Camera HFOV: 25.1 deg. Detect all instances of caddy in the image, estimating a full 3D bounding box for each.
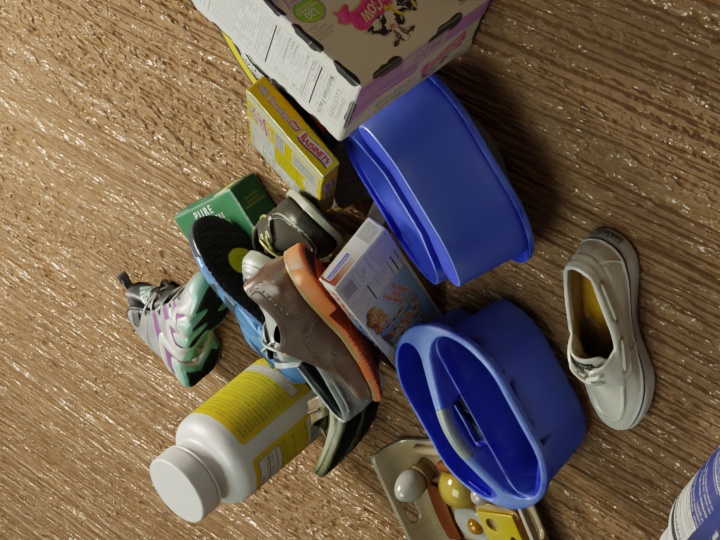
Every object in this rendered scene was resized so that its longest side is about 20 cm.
[{"bbox_3d":[0.073,-0.081,1.387,0.201,0.105,0.141,58,169,-9],"label":"caddy"},{"bbox_3d":[0.115,0.125,1.502,0.141,0.105,0.201,-14,109,54],"label":"caddy"}]

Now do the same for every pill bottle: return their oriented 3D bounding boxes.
[{"bbox_3d":[-0.131,0.183,1.769,0.111,0.200,0.112,29,139,29],"label":"pill bottle"},{"bbox_3d":[0.324,0.204,1.339,0.116,0.116,0.200,41,145,15],"label":"pill bottle"}]

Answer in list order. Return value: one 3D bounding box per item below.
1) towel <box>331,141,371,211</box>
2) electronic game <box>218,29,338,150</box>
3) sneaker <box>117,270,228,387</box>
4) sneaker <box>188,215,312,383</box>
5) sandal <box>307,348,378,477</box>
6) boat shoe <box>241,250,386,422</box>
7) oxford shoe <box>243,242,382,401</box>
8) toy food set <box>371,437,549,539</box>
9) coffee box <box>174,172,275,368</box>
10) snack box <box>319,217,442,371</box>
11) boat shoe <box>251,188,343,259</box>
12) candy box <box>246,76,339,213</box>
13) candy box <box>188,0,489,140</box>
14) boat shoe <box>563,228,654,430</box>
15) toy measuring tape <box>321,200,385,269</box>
[{"bbox_3d":[-0.031,-0.153,1.511,0.143,0.023,0.201,-11,112,53],"label":"towel"},{"bbox_3d":[-0.081,-0.190,1.429,0.200,0.041,0.200,53,168,15],"label":"electronic game"},{"bbox_3d":[-0.224,0.037,1.854,0.140,0.078,0.201,40,143,16],"label":"sneaker"},{"bbox_3d":[-0.114,0.035,1.660,0.200,0.066,0.078,49,145,3],"label":"sneaker"},{"bbox_3d":[-0.023,0.132,1.711,0.057,0.080,0.202,26,129,24],"label":"sandal"},{"bbox_3d":[-0.056,0.069,1.572,0.201,0.072,0.070,49,161,-22],"label":"boat shoe"},{"bbox_3d":[-0.041,0.059,1.514,0.200,0.073,0.072,57,-169,-36],"label":"oxford shoe"},{"bbox_3d":[0.108,0.253,1.679,0.199,0.060,0.144,0,120,50],"label":"toy food set"},{"bbox_3d":[-0.104,0.002,1.713,0.123,0.044,0.201,-23,103,53],"label":"coffee box"},{"bbox_3d":[0.023,0.027,1.490,0.024,0.072,0.200,33,169,29],"label":"snack box"},{"bbox_3d":[-0.066,-0.031,1.555,0.072,0.061,0.201,47,173,-4],"label":"boat shoe"},{"bbox_3d":[-0.062,-0.108,1.469,0.102,0.026,0.200,51,173,4],"label":"candy box"},{"bbox_3d":[-0.023,-0.226,1.308,0.200,0.168,0.072,43,145,13],"label":"candy box"},{"bbox_3d":[0.205,0.064,1.390,0.071,0.070,0.201,21,135,36],"label":"boat shoe"},{"bbox_3d":[0.000,0.000,1.563,0.074,0.073,0.200,46,148,9],"label":"toy measuring tape"}]
